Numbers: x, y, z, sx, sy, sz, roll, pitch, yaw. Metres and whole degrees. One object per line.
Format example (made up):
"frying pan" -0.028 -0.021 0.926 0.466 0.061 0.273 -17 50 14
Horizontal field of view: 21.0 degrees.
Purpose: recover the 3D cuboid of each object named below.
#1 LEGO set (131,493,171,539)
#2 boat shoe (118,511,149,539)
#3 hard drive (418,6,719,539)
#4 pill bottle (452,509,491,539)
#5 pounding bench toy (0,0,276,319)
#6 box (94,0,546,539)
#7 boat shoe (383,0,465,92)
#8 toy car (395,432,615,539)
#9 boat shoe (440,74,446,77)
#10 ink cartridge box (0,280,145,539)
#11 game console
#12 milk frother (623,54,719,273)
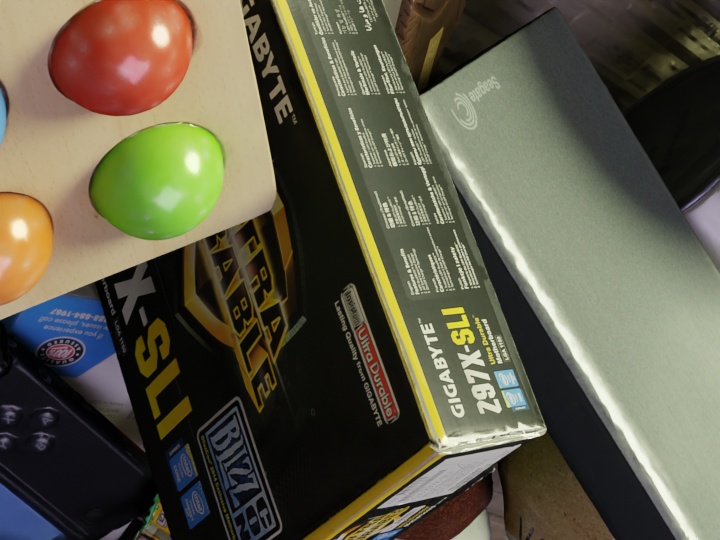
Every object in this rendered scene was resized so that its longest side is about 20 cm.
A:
"LEGO set" -0.061 0.182 0.775 0.200 0.116 0.154 -56 170 -25
"boat shoe" -0.159 0.177 0.932 0.200 0.076 0.060 -45 148 20
"hard drive" 0.090 0.008 0.720 0.033 0.200 0.140 -30 -176 33
"pill bottle" 0.007 0.154 0.986 0.112 0.113 0.200 -16 143 -18
"pounding bench toy" -0.106 -0.054 0.606 0.124 0.156 0.200 -23 145 -10
"box" -0.031 0.000 0.660 0.049 0.200 0.160 -5 156 -34
"boat shoe" -0.013 -0.069 0.735 0.075 0.075 0.203 -43 157 -50
"toy car" 0.079 0.094 0.793 0.158 0.200 0.164 -43 162 -2
"boat shoe" 0.000 0.000 0.833 0.072 0.061 0.201 18 124 -46
"ink cartridge box" -0.139 0.061 0.805 0.116 0.067 0.200 10 130 -40
"game console" -0.190 0.118 0.700 0.200 0.119 0.172 -29 133 13
"milk frother" 0.172 0.001 0.906 0.200 0.181 0.188 -23 118 44
